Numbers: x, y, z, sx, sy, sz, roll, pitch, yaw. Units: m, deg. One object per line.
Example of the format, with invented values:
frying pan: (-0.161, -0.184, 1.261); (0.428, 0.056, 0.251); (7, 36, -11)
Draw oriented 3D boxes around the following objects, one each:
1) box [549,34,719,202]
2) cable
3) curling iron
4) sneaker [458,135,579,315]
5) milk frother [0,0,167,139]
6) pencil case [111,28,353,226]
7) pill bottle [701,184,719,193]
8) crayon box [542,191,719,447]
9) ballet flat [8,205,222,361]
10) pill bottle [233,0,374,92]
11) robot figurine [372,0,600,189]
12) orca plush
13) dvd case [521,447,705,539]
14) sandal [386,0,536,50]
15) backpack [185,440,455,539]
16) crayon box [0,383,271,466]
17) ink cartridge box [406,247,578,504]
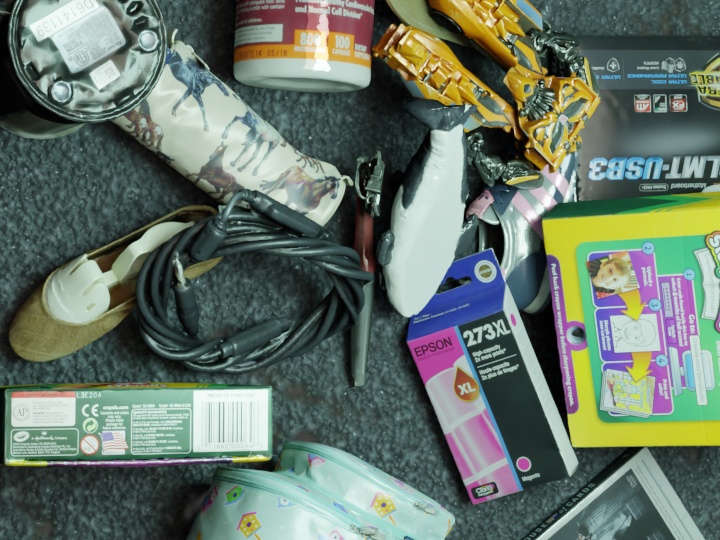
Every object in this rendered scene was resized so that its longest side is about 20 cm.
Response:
box: (0.264, -0.106, 1.721); (0.198, 0.050, 0.201); (-1, 89, -20)
cable: (-0.081, 0.024, 1.545); (0.163, 0.051, 0.199); (-47, 135, 15)
curling iron: (0.000, 0.000, 1.607); (0.025, 0.050, 0.202); (6, 109, 3)
sneaker: (0.133, -0.067, 1.657); (0.081, 0.070, 0.202); (9, 85, -24)
milk frother: (-0.260, -0.196, 1.448); (0.179, 0.188, 0.202); (-15, 95, -21)
pencil case: (-0.103, -0.101, 1.565); (0.199, 0.078, 0.090); (38, 88, -16)
pill bottle: (0.318, 0.036, 1.672); (0.114, 0.116, 0.202); (2, 110, -20)
crayon box: (0.249, 0.042, 1.605); (0.171, 0.058, 0.202); (-3, 105, 22)
ballet flat: (-0.188, 0.002, 1.532); (0.199, 0.072, 0.068); (-27, 75, -18)
pill bottle: (-0.042, -0.250, 1.568); (0.113, 0.114, 0.203); (3, 89, -20)
robot figurine: (0.112, -0.157, 1.585); (0.199, 0.058, 0.146); (37, 81, -22)
orca plush: (0.037, -0.061, 1.588); (0.105, 0.071, 0.201); (-28, 138, -24)
dvd case: (0.213, 0.272, 1.711); (0.199, 0.025, 0.151); (-37, 102, -17)
sandal: (0.060, -0.232, 1.632); (0.211, 0.069, 0.078); (23, 90, -45)
backpack: (-0.035, 0.218, 1.536); (0.198, 0.175, 0.155); (22, 80, -23)
crayon box: (-0.186, 0.114, 1.474); (0.198, 0.172, 0.059); (1, 88, -21)
ink cartridge box: (0.103, 0.091, 1.639); (0.094, 0.037, 0.202); (-19, 96, 24)
